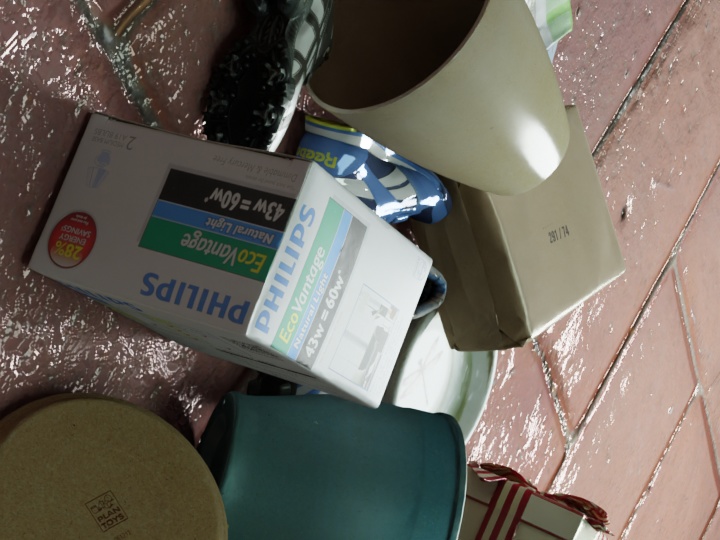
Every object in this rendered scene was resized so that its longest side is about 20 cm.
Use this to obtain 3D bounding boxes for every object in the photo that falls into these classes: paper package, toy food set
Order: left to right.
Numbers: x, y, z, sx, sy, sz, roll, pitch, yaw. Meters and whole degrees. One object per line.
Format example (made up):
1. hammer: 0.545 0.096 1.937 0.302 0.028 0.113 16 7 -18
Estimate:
1. toy food set: -0.183 0.178 1.045 0.200 0.198 0.049 -46 178 -44
2. paper package: 0.150 -0.044 1.470 0.200 0.103 0.192 -28 104 -47

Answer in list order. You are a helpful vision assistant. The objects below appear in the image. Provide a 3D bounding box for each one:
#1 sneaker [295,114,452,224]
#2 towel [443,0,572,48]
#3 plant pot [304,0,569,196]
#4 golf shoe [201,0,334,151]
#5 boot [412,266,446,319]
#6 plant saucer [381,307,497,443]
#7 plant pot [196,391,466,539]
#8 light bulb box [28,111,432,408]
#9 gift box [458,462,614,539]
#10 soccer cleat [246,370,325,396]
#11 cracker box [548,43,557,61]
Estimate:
1. sneaker: 0.006 -0.069 1.318 0.200 0.074 0.083 24 83 -50
2. towel: 0.140 -0.242 1.377 0.200 0.031 0.150 -40 139 -38
3. plant pot: 0.085 -0.154 1.245 0.200 0.187 0.188 39 70 -41
4. golf shoe: -0.058 -0.161 1.167 0.094 0.077 0.201 13 94 -59
5. boot: 0.000 0.000 1.314 0.200 0.095 0.074 3 101 -58
6. plant saucer: 0.069 0.108 1.517 0.200 0.050 0.201 -30 128 -48
7. plant pot: -0.040 0.188 1.222 0.187 0.200 0.201 17 89 -15
8. light bulb box: -0.087 -0.005 1.077 0.200 0.197 0.125 37 71 -58
9. gift box: 0.172 0.318 1.652 0.187 0.184 0.200 -62 153 -14
10. soccer cleat: -0.025 0.053 1.273 0.086 0.070 0.200 -6 140 -41
11. cracker box: 0.137 -0.283 1.434 0.200 0.057 0.135 10 97 -58
